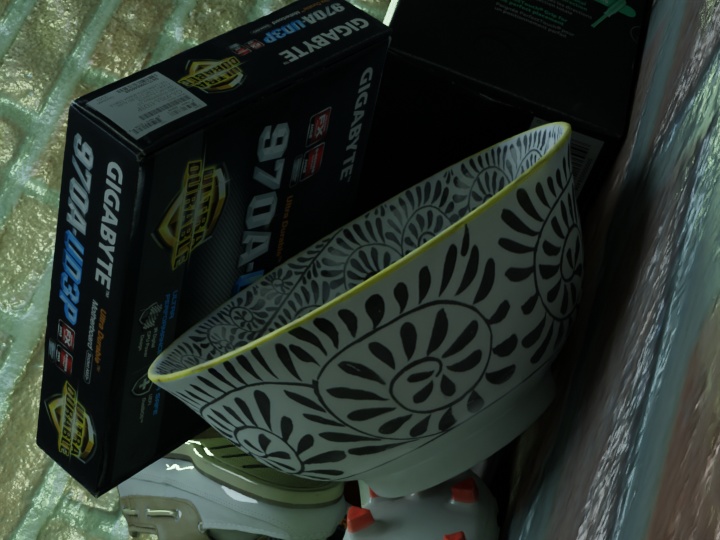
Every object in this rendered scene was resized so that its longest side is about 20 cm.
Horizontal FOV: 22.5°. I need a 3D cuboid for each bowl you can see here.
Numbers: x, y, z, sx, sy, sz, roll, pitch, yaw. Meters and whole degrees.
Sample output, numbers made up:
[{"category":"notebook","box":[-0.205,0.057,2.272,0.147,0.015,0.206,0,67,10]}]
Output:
[{"category":"bowl","box":[0.021,0.030,0.739,0.199,0.095,0.201,-30,8,5]}]

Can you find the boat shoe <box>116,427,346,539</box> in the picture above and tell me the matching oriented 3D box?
[{"category":"boat shoe","box":[-0.070,0.122,0.955,0.199,0.074,0.069,9,98,59]}]

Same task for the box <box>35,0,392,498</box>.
[{"category":"box","box":[-0.068,-0.012,0.819,0.158,0.046,0.201,-31,-35,-42]}]

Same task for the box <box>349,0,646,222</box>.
[{"category":"box","box":[0.065,-0.097,0.932,0.201,0.123,0.149,-72,4,-47]}]

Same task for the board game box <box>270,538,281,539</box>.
[{"category":"board game box","box":[-0.056,0.183,1.116,0.061,0.201,0.200,-27,-22,-11]}]

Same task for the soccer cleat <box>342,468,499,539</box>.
[{"category":"soccer cleat","box":[0.027,0.114,0.797,0.200,0.069,0.078,-99,-5,-70]}]

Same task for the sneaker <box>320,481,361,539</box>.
[{"category":"sneaker","box":[-0.009,0.166,0.961,0.079,0.078,0.202,88,-156,-78]}]
